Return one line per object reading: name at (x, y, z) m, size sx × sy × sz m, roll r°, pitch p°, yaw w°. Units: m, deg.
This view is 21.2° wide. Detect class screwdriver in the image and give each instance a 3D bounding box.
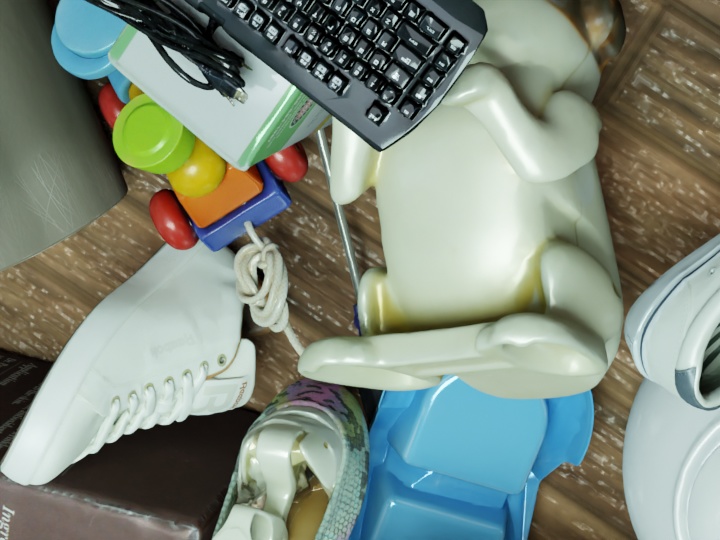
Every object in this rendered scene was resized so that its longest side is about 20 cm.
screwdriver at (0.000, 0.000, 1.018) m, size 0.028 × 0.029 × 0.201 m, roll 2°, pitch 107°, yaw 47°

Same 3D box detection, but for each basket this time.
basket at (-0.214, -0.104, 0.992) m, size 0.136 × 0.180 × 0.201 m, roll -32°, pitch 104°, yaw -23°

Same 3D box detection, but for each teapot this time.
teapot at (0.217, 0.102, 0.925) m, size 0.196 × 0.146 × 0.201 m, roll -6°, pitch 101°, yaw 16°

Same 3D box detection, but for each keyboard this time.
keyboard at (-0.053, -0.121, 0.788) m, size 0.200 × 0.040 × 0.104 m, roll 38°, pitch 109°, yaw 8°

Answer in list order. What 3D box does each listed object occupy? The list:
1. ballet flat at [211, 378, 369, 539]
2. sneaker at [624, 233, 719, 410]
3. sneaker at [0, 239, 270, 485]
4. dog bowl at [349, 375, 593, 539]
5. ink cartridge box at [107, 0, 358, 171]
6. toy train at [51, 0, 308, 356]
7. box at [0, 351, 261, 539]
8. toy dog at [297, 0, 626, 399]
ballet flat at (-0.043, 0.122, 0.915) m, size 0.069 × 0.201 × 0.071 m, roll 4°, pitch 144°, yaw 20°
sneaker at (0.212, -0.009, 0.872) m, size 0.200 × 0.071 × 0.073 m, roll -45°, pitch 123°, yaw 6°
sneaker at (-0.100, 0.051, 0.970) m, size 0.085 × 0.200 × 0.073 m, roll 36°, pitch 132°, yaw 4°
dog bowl at (0.047, 0.110, 1.009) m, size 0.111 × 0.050 × 0.201 m, roll 17°, pitch 107°, yaw -10°
ink cartridge box at (-0.015, -0.142, 0.899) m, size 0.087 × 0.200 × 0.146 m, roll 39°, pitch 110°, yaw 6°
toy train at (-0.080, -0.050, 0.948) m, size 0.084 × 0.116 × 0.201 m, roll -31°, pitch 68°, yaw 11°
box at (-0.163, 0.156, 1.027) m, size 0.199 × 0.166 × 0.165 m, roll 13°, pitch 107°, yaw 12°
toy dog at (0.070, -0.048, 0.888) m, size 0.139 × 0.193 × 0.201 m, roll -10°, pitch 74°, yaw 43°
